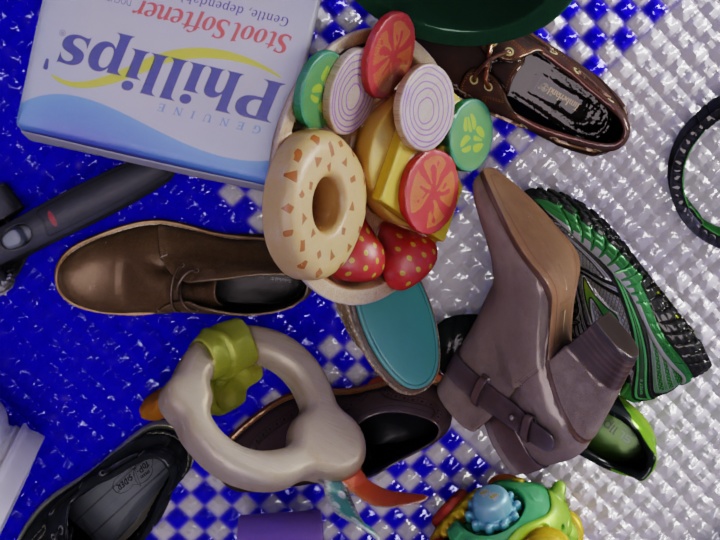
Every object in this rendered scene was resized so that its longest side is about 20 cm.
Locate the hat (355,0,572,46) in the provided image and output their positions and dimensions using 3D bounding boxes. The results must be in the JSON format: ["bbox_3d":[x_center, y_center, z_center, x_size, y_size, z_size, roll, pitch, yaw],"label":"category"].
[{"bbox_3d":[0.081,-0.272,0.992,0.200,0.176,0.165,29,142,-34],"label":"hat"}]

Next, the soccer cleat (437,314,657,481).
[{"bbox_3d":[0.144,0.095,1.095,0.200,0.081,0.068,29,100,-6],"label":"soccer cleat"}]

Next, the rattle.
[{"bbox_3d":[-0.066,0.141,1.052,0.200,0.130,0.143,35,124,-7],"label":"rattle"}]

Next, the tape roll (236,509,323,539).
[{"bbox_3d":[-0.054,0.283,1.068,0.065,0.200,0.201,-3,103,-3],"label":"tape roll"}]

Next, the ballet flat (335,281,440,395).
[{"bbox_3d":[0.000,0.000,1.072,0.070,0.065,0.201,-23,93,-26],"label":"ballet flat"}]

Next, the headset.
[{"bbox_3d":[0.326,-0.101,1.078,0.200,0.094,0.124,-35,107,21],"label":"headset"}]

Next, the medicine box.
[{"bbox_3d":[-0.125,-0.170,0.993,0.182,0.103,0.201,12,89,-6],"label":"medicine box"}]

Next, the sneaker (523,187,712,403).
[{"bbox_3d":[0.180,0.021,1.083,0.085,0.078,0.200,-37,100,11],"label":"sneaker"}]

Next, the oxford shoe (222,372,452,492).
[{"bbox_3d":[-0.025,0.130,1.093,0.200,0.073,0.071,-22,106,13],"label":"oxford shoe"}]

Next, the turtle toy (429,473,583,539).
[{"bbox_3d":[0.086,0.233,1.106,0.101,0.146,0.200,43,97,11],"label":"turtle toy"}]

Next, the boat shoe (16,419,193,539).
[{"bbox_3d":[-0.207,0.202,1.110,0.199,0.066,0.075,-40,102,6],"label":"boat shoe"}]

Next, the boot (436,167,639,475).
[{"bbox_3d":[0.106,0.046,1.037,0.146,0.070,0.200,-47,66,34],"label":"boot"}]

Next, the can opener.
[{"bbox_3d":[-0.229,-0.040,1.056,0.200,0.063,0.079,-22,102,3],"label":"can opener"}]

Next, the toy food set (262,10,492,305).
[{"bbox_3d":[0.011,-0.074,0.985,0.200,0.049,0.198,29,77,-47],"label":"toy food set"}]

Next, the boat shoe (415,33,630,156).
[{"bbox_3d":[0.110,-0.147,1.046,0.200,0.070,0.071,25,103,-7],"label":"boat shoe"}]

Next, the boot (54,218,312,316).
[{"bbox_3d":[-0.133,0.004,1.066,0.199,0.075,0.074,-1,105,-1],"label":"boot"}]

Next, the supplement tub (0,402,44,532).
[{"bbox_3d":[-0.349,0.137,1.049,0.200,0.144,0.145,25,100,-8],"label":"supplement tub"}]
